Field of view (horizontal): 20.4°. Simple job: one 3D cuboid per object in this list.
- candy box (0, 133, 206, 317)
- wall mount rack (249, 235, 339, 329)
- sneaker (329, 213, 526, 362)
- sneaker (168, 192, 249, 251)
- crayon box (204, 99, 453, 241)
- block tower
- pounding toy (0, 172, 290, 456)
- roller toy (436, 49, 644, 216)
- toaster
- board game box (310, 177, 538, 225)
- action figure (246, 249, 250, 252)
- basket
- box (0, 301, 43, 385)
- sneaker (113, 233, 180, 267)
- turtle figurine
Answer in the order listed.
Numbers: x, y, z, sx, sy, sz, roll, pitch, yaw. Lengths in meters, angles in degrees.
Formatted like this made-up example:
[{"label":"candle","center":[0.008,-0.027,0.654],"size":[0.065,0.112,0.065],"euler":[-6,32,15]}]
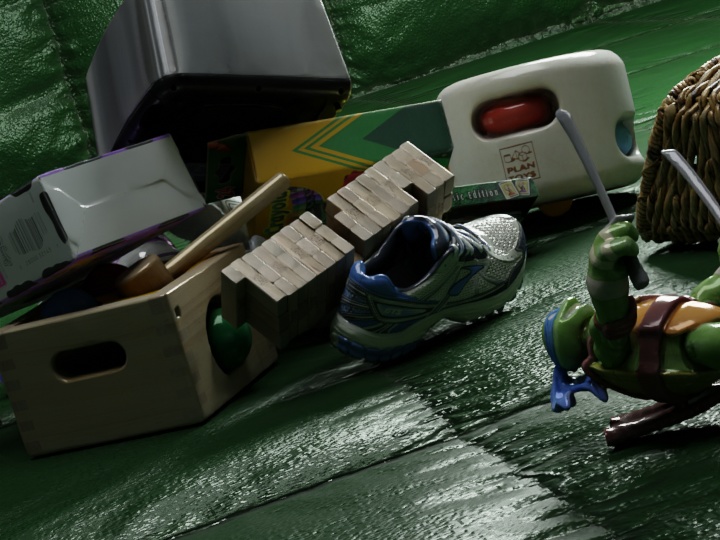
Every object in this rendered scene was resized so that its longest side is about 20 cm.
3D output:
[{"label":"candy box","center":[-0.251,-0.023,1.593],"size":[0.199,0.072,0.168],"euler":[-27,-1,35]},{"label":"wall mount rack","center":[0.000,0.000,1.673],"size":[0.199,0.075,0.174],"euler":[-20,-25,18]},{"label":"sneaker","center":[0.061,-0.005,1.515],"size":[0.077,0.086,0.200],"euler":[29,42,31]},{"label":"sneaker","center":[-0.115,-0.037,1.828],"size":[0.072,0.073,0.200],"euler":[-18,-35,22]},{"label":"crayon box","center":[-0.029,-0.078,1.679],"size":[0.199,0.051,0.127],"euler":[-10,-21,-9]},{"label":"block tower","center":[-0.015,-0.018,1.515],"size":[0.200,0.054,0.058],"euler":[-35,57,-30]},{"label":"pounding toy","center":[-0.155,0.032,1.557],"size":[0.199,0.143,0.184],"euler":[-13,11,22]},{"label":"roller toy","center":[0.167,-0.119,1.871],"size":[0.199,0.141,0.182],"euler":[-12,-1,-25]},{"label":"toaster","center":[-0.132,-0.148,1.685],"size":[0.199,0.119,0.181],"euler":[-1,-28,-27]},{"label":"board game box","center":[0.045,-0.038,1.727],"size":[0.199,0.024,0.105],"euler":[-7,-20,-18]},{"label":"action figure","center":[-0.173,0.040,1.777],"size":[0.199,0.070,0.130],"euler":[-18,14,13]},{"label":"basket","center":[0.314,-0.113,1.580],"size":[0.199,0.144,0.149],"euler":[-22,12,-30]},{"label":"box","center":[-0.272,0.041,1.854],"size":[0.119,0.041,0.200],"euler":[-49,-2,17]},{"label":"sneaker","center":[-0.209,-0.038,1.758],"size":[0.072,0.115,0.200],"euler":[-22,7,-10]},{"label":"turtle figurine","center":[0.192,-0.003,1.084],"size":[0.193,0.144,0.201],"euler":[12,68,33]}]
